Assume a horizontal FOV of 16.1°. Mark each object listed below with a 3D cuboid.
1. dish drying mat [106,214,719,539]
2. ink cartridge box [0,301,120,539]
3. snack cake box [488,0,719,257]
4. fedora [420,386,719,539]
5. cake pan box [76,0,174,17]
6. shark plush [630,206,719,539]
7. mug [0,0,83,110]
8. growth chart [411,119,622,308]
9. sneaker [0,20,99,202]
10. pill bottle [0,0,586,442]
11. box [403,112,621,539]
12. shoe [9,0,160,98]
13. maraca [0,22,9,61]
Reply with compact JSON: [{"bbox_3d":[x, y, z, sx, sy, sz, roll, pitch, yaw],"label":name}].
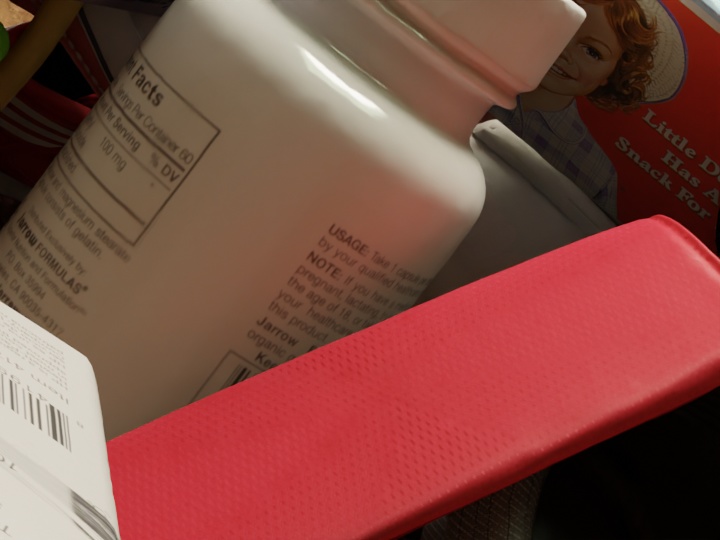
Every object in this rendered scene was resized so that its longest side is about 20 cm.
[{"bbox_3d":[0.013,0.041,0.691,0.077,0.200,0.018,51,-21,47],"label":"dish drying mat"},{"bbox_3d":[-0.120,0.040,0.429,0.146,0.086,0.200,34,10,-16],"label":"ink cartridge box"},{"bbox_3d":[0.082,-0.094,0.827,0.200,0.067,0.115,41,-34,6],"label":"snack cake box"},{"bbox_3d":[0.088,0.115,0.755,0.200,0.177,0.090,51,-34,-9],"label":"fedora"},{"bbox_3d":[-0.088,-0.175,0.807,0.200,0.052,0.184,-17,88,-77],"label":"cake pan box"},{"bbox_3d":[0.135,0.044,0.816,0.083,0.200,0.091,28,28,36],"label":"shark plush"},{"bbox_3d":[-0.196,-0.131,0.825,0.187,0.153,0.149,41,9,26],"label":"mug"},{"bbox_3d":[0.000,0.000,0.876,0.145,0.200,0.018,55,-15,37],"label":"growth chart"},{"bbox_3d":[-0.068,-0.039,0.985,0.200,0.078,0.116,18,-13,-28],"label":"sneaker"},{"bbox_3d":[-0.028,-0.026,0.771,0.114,0.200,0.114,37,8,-6],"label":"pill bottle"},{"bbox_3d":[0.049,0.015,0.942,0.200,0.152,0.106,42,-16,33],"label":"box"},{"bbox_3d":[-0.130,-0.121,0.914,0.200,0.091,0.071,64,15,17],"label":"shoe"},{"bbox_3d":[-0.196,-0.096,0.723,0.200,0.137,0.107,33,-13,-18],"label":"maraca"}]
